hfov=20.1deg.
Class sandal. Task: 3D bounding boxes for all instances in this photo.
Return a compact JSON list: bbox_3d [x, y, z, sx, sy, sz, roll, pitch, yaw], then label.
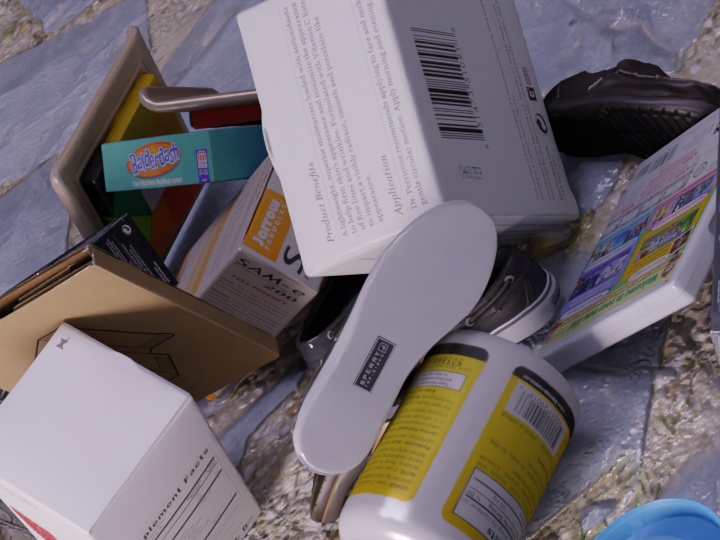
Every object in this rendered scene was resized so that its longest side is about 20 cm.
[{"bbox_3d":[0.019,0.100,1.411,0.082,0.054,0.201,-82,15,-65],"label":"sandal"}]

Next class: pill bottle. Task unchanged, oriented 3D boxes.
[{"bbox_3d":[0.053,0.147,1.299,0.111,0.111,0.201,-2,49,48],"label":"pill bottle"}]

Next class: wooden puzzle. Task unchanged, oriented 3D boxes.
[{"bbox_3d":[-0.064,-0.141,1.719,0.199,0.038,0.185,0,5,17],"label":"wooden puzzle"},{"bbox_3d":[-0.195,-0.085,1.801,0.037,0.185,0.201,1,50,23],"label":"wooden puzzle"}]

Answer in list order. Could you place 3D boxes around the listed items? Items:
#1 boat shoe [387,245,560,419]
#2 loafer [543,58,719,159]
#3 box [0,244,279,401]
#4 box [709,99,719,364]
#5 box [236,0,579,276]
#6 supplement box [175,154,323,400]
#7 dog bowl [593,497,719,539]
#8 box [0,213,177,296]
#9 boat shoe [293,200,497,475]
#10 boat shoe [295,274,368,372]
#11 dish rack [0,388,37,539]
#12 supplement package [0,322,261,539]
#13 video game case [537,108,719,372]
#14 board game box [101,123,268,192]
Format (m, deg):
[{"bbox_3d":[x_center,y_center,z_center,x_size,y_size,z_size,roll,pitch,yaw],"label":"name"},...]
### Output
[{"bbox_3d":[0.046,0.044,1.462,0.199,0.066,0.070,-28,33,24],"label":"boat shoe"},{"bbox_3d":[0.204,-0.127,1.494,0.200,0.073,0.072,10,61,54],"label":"loafer"},{"bbox_3d":[-0.183,0.057,1.464,0.163,0.200,0.021,-29,54,27],"label":"box"},{"bbox_3d":[0.244,0.017,1.185,0.049,0.162,0.201,-10,41,21],"label":"box"},{"bbox_3d":[0.037,-0.110,1.476,0.130,0.200,0.200,-21,80,33],"label":"box"},{"bbox_3d":[-0.088,0.001,1.615,0.200,0.073,0.127,-45,19,50],"label":"supplement box"},{"bbox_3d":[0.143,0.221,1.165,0.200,0.050,0.112,-44,30,1],"label":"dog bowl"},{"bbox_3d":[-0.266,0.051,1.675,0.200,0.079,0.141,-29,9,42],"label":"box"},{"bbox_3d":[0.016,0.040,1.314,0.201,0.068,0.057,-56,11,0],"label":"boat shoe"},{"bbox_3d":[0.000,0.000,1.585,0.070,0.066,0.201,-8,46,44],"label":"boat shoe"},{"bbox_3d":[-0.257,0.152,1.556,0.054,0.200,0.154,18,81,43],"label":"dish rack"},{"bbox_3d":[-0.171,0.151,1.440,0.121,0.200,0.120,27,70,26],"label":"supplement package"},{"bbox_3d":[0.203,-0.029,1.352,0.183,0.022,0.200,-59,9,-25],"label":"video game case"},{"bbox_3d":[-0.095,-0.100,1.720,0.199,0.045,0.152,-10,6,-42],"label":"board game box"}]
